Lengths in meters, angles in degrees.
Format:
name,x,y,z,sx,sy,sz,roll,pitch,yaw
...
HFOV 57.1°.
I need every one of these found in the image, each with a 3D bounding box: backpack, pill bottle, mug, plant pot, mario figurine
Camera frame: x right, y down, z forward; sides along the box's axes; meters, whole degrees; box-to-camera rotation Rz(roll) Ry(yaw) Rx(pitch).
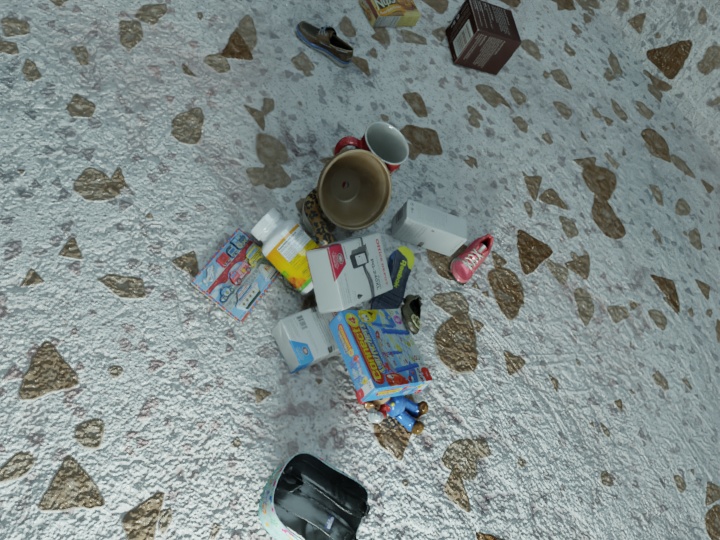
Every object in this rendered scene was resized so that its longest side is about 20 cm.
name,x,y,z,sx,sy,sz,roll,pitch,yaw
backpack,-0.102,0.470,1.312,0.199,0.150,0.179,38,48,-13
pill bottle,-0.168,-0.049,1.591,0.200,0.111,0.111,46,51,-5
mug,0.012,-0.297,1.788,0.175,0.200,0.135,33,52,-7
plant pot,-0.025,-0.211,1.689,0.196,0.093,0.206,-6,107,-20
mario figurine,0.076,0.302,1.536,0.198,0.107,0.124,32,17,-19

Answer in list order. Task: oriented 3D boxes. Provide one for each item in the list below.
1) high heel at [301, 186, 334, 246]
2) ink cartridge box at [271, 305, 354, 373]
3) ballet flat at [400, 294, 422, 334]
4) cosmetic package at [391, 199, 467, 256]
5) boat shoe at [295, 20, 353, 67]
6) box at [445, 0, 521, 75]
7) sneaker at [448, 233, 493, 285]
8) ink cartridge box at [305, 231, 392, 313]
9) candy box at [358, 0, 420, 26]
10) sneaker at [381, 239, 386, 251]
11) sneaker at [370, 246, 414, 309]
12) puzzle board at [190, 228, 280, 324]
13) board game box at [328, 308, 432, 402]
name,x,y,z,sx,sy,sz,roll,pitch,yaw
high heel,-0.090,-0.129,1.697,0.140,0.072,0.202,25,59,7
ink cartridge box,-0.095,0.148,1.555,0.197,0.068,0.118,-18,74,-35
ballet flat,0.134,0.103,1.658,0.068,0.046,0.200,62,11,-11
cosmetic package,0.194,-0.117,1.852,0.196,0.102,0.076,17,56,-18
boat shoe,-0.105,-0.719,2.049,0.197,0.072,0.073,30,52,-11
box,0.435,-0.834,2.360,0.195,0.166,0.168,5,59,-27
sneaker,0.319,-0.042,1.887,0.073,0.087,0.201,41,51,0
ink cartridge box,-0.022,0.001,1.555,0.198,0.082,0.149,-20,98,-49
candy box,0.103,-0.906,2.285,0.197,0.055,0.117,-15,71,-34
sneaker,0.000,0.000,1.698,0.197,0.074,0.117,-21,75,-26
sneaker,0.076,0.037,1.719,0.073,0.082,0.203,32,71,-19
puzzle board,-0.285,0.008,1.563,0.150,0.017,0.201,38,52,-5
board game box,0.047,0.188,1.516,0.193,0.056,0.203,1,53,-44
